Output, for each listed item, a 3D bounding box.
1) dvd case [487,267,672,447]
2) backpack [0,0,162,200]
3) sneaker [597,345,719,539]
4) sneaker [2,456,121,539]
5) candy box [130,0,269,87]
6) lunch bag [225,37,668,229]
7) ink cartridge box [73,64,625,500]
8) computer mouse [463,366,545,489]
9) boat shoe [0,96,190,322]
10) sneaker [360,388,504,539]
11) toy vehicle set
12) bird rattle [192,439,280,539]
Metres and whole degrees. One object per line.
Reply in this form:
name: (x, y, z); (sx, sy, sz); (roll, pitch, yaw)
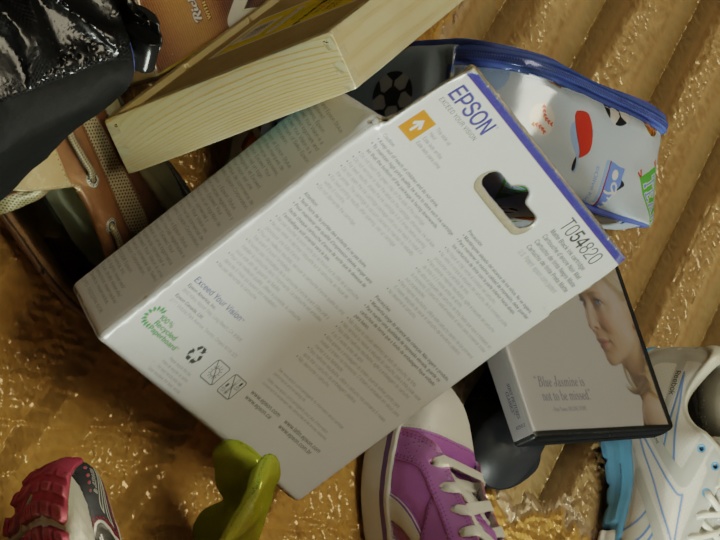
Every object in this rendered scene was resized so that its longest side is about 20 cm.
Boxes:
dvd case: (0.098, -0.002, 1.518); (0.142, 0.017, 0.201); (1, 66, -52)
backpack: (-0.199, -0.114, 1.066); (0.134, 0.182, 0.201); (-30, 88, -41)
sneaker: (0.183, 0.134, 1.561); (0.075, 0.086, 0.202); (15, 68, -51)
sneaker: (-0.093, 0.172, 1.174); (0.074, 0.080, 0.201); (-24, 100, -27)
candy box: (-0.073, -0.160, 1.342); (0.200, 0.055, 0.116); (-23, 98, -54)
lunch bag: (0.041, -0.061, 1.349); (0.160, 0.199, 0.076); (15, 81, -48)
ink cartridge box: (0.000, 0.000, 1.248); (0.041, 0.199, 0.200); (59, 7, 36)
computer mouse: (0.105, 0.050, 1.528); (0.059, 0.034, 0.200); (58, 40, -22)
boat shoe: (-0.143, -0.056, 1.203); (0.200, 0.075, 0.074); (51, 46, -28)
sneaker: (0.062, 0.144, 1.375); (0.072, 0.114, 0.202); (22, 61, -46)
toy vehicle set: (-0.015, -0.109, 1.240); (0.027, 0.124, 0.200); (64, 34, -12)
bird rattle: (-0.010, 0.178, 1.244); (0.200, 0.163, 0.113); (46, 63, -21)
